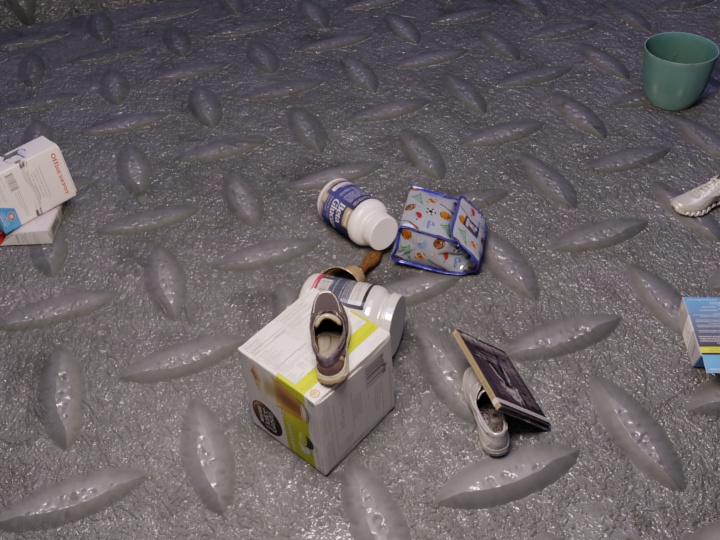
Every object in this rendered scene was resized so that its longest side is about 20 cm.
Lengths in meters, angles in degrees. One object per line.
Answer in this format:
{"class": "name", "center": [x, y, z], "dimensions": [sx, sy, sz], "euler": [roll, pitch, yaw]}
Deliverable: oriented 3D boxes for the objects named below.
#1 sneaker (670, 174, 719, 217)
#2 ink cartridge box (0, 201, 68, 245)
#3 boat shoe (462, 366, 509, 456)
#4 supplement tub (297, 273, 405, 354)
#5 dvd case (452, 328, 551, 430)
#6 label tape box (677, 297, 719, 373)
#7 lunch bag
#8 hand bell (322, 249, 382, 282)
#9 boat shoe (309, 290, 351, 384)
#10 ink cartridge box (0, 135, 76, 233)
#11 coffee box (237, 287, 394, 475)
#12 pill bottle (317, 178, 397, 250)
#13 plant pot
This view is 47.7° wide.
{"class": "sneaker", "center": [0.831, -0.185, 1.936], "dimensions": [0.196, 0.082, 0.076], "euler": [-14, 43, -10]}
{"class": "ink cartridge box", "center": [-0.840, -0.127, 2.012], "dimensions": [0.195, 0.058, 0.164], "euler": [0, 41, -3]}
{"class": "boat shoe", "center": [0.228, 0.240, 1.488], "dimensions": [0.070, 0.069, 0.202], "euler": [-2, 40, 2]}
{"class": "supplement tub", "center": [-0.019, 0.091, 1.625], "dimensions": [0.196, 0.142, 0.141], "euler": [11, 42, 17]}
{"class": "dvd case", "center": [0.259, 0.200, 1.504], "dimensions": [0.147, 0.016, 0.201], "euler": [26, 24, -36]}
{"class": "label tape box", "center": [0.709, 0.142, 1.575], "dimensions": [0.140, 0.067, 0.202], "euler": [0, 43, 5]}
{"class": "lunch bag", "center": [0.185, -0.088, 1.840], "dimensions": [0.196, 0.125, 0.171], "euler": [17, 43, 3]}
{"class": "hand bell", "center": [0.000, 0.000, 1.794], "dimensions": [0.102, 0.106, 0.200], "euler": [15, 31, 21]}
{"class": "boat shoe", "center": [-0.052, 0.098, 1.366], "dimensions": [0.070, 0.066, 0.202], "euler": [-4, 41, 1]}
{"class": "ink cartridge box", "center": [-0.807, -0.208, 1.957], "dimensions": [0.085, 0.149, 0.199], "euler": [27, 51, 37]}
{"class": "coffee box", "center": [-0.075, 0.195, 1.461], "dimensions": [0.196, 0.202, 0.199], "euler": [28, 50, 31]}
{"class": "pill bottle", "center": [-0.005, -0.127, 1.893], "dimensions": [0.110, 0.113, 0.199], "euler": [-27, 42, -26]}
{"class": "plant pot", "center": [0.888, -0.553, 2.296], "dimensions": [0.196, 0.163, 0.203], "euler": [-2, 41, 2]}
